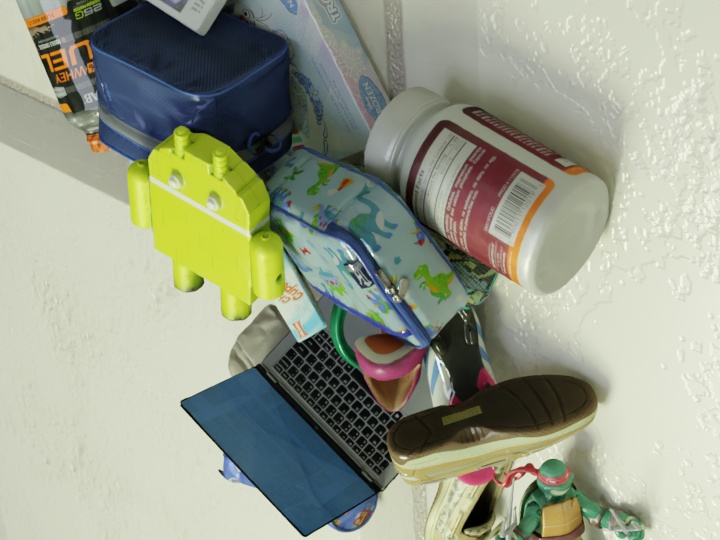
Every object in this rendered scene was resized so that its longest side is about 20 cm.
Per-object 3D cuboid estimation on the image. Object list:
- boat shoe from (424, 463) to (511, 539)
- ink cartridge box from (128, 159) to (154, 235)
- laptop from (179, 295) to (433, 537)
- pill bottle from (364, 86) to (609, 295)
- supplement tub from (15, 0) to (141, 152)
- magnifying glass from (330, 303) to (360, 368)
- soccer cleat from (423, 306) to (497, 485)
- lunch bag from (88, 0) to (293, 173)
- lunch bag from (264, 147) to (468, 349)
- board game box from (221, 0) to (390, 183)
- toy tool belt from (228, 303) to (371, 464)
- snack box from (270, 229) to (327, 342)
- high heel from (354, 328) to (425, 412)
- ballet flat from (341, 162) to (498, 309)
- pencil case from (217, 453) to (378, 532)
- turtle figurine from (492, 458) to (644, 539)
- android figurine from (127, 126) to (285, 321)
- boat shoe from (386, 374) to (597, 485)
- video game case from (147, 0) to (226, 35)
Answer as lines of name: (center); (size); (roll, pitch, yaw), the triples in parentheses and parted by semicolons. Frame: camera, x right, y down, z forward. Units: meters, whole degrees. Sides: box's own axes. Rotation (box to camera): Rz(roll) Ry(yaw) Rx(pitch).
boat shoe: (0.113, 0.237, 1.782); (0.062, 0.073, 0.201); (28, 132, 28)
ink cartridge box: (-0.188, -0.148, 1.814); (0.042, 0.119, 0.202); (14, 126, 49)
laptop: (-0.035, 0.130, 1.750); (0.187, 0.200, 0.116); (44, -179, 17)
pill bottle: (0.106, -0.073, 1.530); (0.199, 0.114, 0.115); (34, 138, 30)
supplement tub: (-0.275, -0.234, 1.853); (0.122, 0.122, 0.202); (-4, 113, 50)
magnifying glass: (0.000, 0.000, 1.740); (0.022, 0.079, 0.202); (-156, 55, -67)
soccer cleat: (0.098, 0.104, 1.704); (0.086, 0.069, 0.202); (-113, 11, -75)
lunch bag: (-0.153, -0.159, 1.679); (0.199, 0.136, 0.133); (29, 137, 31)
lunch bag: (0.000, -0.018, 1.590); (0.200, 0.082, 0.161); (29, 160, 53)
board game box: (-0.071, -0.193, 1.708); (0.198, 0.043, 0.201); (-18, 101, 55)
toy tool belt: (-0.044, 0.132, 1.877); (0.200, 0.125, 0.123); (47, -178, 18)
snack box: (-0.097, -0.035, 1.756); (0.117, 0.037, 0.201); (61, -179, -45)
high heel: (0.032, 0.103, 1.647); (0.067, 0.200, 0.097); (-1, 97, 8)
ballet flat: (0.056, -0.051, 1.655); (0.200, 0.074, 0.074); (43, 142, 14)
pencil case: (-0.073, 0.227, 1.983); (0.199, 0.086, 0.079); (18, 96, 40)
turtle figurine: (0.193, 0.250, 1.677); (0.101, 0.148, 0.202); (-103, 3, -58)
android figurine: (-0.140, -0.045, 1.615); (0.181, 0.041, 0.201); (31, 142, 24)
boat shoe: (0.126, 0.154, 1.647); (0.198, 0.072, 0.077); (-13, 133, 8)
video game case: (-0.182, -0.329, 1.685); (0.199, 0.018, 0.144); (34, 93, 28)
